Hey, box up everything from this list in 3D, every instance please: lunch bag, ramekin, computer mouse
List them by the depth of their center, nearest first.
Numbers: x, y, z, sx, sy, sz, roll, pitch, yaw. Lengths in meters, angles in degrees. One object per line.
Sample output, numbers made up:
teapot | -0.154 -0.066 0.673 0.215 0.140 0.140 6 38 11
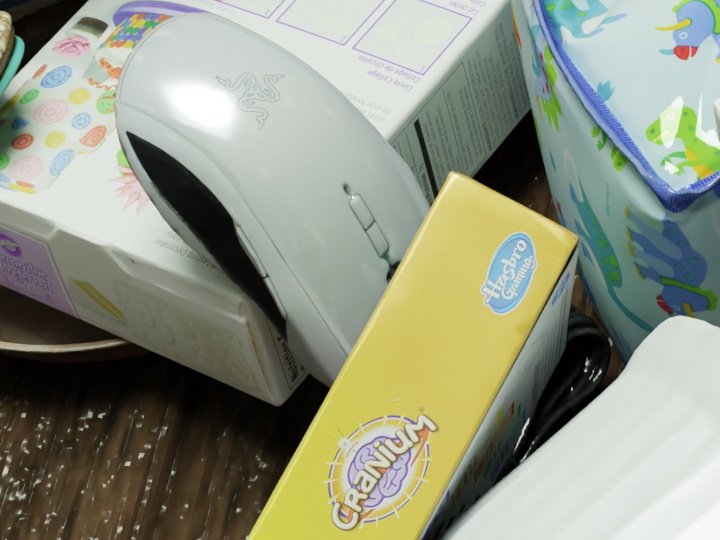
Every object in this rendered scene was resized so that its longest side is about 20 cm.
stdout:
ramekin | 0.105 0.120 0.788 0.098 0.201 0.201 -35 48 -8
computer mouse | 0.000 0.000 0.943 0.110 0.200 0.044 -51 19 -29
lunch bag | 0.112 -0.050 0.959 0.127 0.170 0.200 -27 46 -9

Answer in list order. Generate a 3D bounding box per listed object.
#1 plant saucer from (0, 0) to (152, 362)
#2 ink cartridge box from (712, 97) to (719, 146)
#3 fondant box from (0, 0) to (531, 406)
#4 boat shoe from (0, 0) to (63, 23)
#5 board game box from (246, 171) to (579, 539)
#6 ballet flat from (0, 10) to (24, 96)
plant saucer | -0.089 -0.036 1.101 0.199 0.035 0.201 -8 46 8
ink cartridge box | 0.177 0.046 0.829 0.083 0.200 0.145 -26 46 -8
fondant box | -0.032 -0.061 1.046 0.144 0.058 0.200 22 56 31
boat shoe | -0.107 -0.148 1.129 0.199 0.072 0.072 -29 67 -6
board game box | -0.003 0.084 0.836 0.040 0.153 0.201 28 80 8
ballet flat | -0.194 -0.048 1.047 0.200 0.065 0.071 -34 24 43
